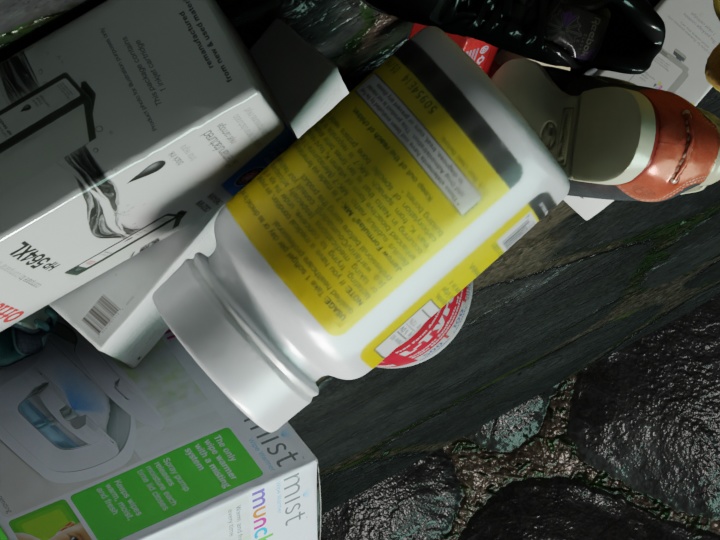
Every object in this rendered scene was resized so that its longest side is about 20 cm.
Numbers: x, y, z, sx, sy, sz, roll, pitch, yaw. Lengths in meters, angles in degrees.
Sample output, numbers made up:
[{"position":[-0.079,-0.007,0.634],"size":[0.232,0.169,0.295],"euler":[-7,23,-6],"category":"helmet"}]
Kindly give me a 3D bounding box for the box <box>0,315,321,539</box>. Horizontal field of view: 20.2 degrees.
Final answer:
[{"position":[-0.145,0.112,1.171],"size":[0.175,0.200,0.097],"euler":[-22,136,-22],"category":"box"}]

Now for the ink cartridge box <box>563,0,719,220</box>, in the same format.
[{"position":[0.180,-0.107,1.387],"size":[0.200,0.067,0.116],"euler":[-48,178,-10],"category":"ink cartridge box"}]

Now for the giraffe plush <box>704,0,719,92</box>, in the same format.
[{"position":[0.185,-0.179,1.007],"size":[0.172,0.163,0.200],"euler":[-40,167,14],"category":"giraffe plush"}]

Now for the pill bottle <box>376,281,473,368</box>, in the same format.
[{"position":[0.000,0.000,1.262],"size":[0.112,0.113,0.200],"euler":[-30,168,9],"category":"pill bottle"}]

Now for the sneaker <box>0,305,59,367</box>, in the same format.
[{"position":[-0.197,0.011,1.172],"size":[0.199,0.087,0.078],"euler":[-19,166,-36],"category":"sneaker"}]

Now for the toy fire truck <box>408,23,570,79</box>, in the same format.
[{"position":[0.086,-0.121,1.210],"size":[0.140,0.049,0.201],"euler":[-19,146,-33],"category":"toy fire truck"}]

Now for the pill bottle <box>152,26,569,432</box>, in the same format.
[{"position":[-0.002,-0.018,1.030],"size":[0.200,0.114,0.114],"euler":[-41,167,2],"category":"pill bottle"}]

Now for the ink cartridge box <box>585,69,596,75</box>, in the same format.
[{"position":[0.144,-0.094,1.600],"size":[0.199,0.041,0.200],"euler":[-30,168,8],"category":"ink cartridge box"}]

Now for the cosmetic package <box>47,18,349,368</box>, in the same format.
[{"position":[-0.088,-0.041,1.131],"size":[0.200,0.051,0.083],"euler":[-50,166,-4],"category":"cosmetic package"}]

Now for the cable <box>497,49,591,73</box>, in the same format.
[{"position":[0.113,-0.127,1.377],"size":[0.199,0.051,0.163],"euler":[-33,167,19],"category":"cable"}]

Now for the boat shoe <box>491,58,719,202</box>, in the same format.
[{"position":[0.124,-0.073,1.086],"size":[0.062,0.072,0.200],"euler":[6,-175,-24],"category":"boat shoe"}]

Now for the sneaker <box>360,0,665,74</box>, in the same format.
[{"position":[0.085,-0.146,1.050],"size":[0.199,0.087,0.076],"euler":[3,116,-44],"category":"sneaker"}]

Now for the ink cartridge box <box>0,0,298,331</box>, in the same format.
[{"position":[-0.141,-0.056,1.024],"size":[0.199,0.085,0.146],"euler":[-30,168,3],"category":"ink cartridge box"}]
